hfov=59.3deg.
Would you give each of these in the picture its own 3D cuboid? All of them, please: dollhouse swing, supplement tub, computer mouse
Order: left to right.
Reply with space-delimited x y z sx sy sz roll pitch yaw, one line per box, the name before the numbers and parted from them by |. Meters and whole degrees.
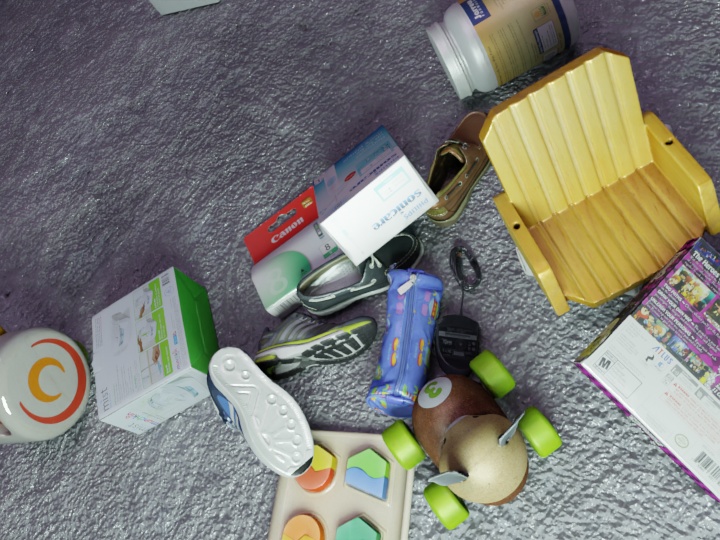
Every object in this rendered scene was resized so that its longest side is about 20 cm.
computer mouse | 0.132 0.055 0.850 0.058 0.034 0.201 10 57 2
supplement tub | 0.216 -0.368 0.975 0.199 0.144 0.145 -27 53 11
dollhouse swing | 0.251 -0.094 0.674 0.199 0.176 0.182 -28 55 10

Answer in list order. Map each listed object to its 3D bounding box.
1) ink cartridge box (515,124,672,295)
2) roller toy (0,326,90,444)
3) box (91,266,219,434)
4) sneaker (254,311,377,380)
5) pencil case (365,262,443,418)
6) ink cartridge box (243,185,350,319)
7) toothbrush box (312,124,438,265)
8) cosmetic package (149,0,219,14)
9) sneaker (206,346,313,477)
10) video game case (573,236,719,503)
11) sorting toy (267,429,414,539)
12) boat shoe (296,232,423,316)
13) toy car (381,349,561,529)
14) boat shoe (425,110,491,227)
ink cartridge box | 0.300 -0.084 0.805 0.147 0.086 0.201 10 70 32
roller toy | -0.562 0.190 1.043 0.139 0.200 0.183 -11 64 24
box | -0.329 0.127 1.013 0.176 0.097 0.201 -31 53 10
sneaker | -0.070 0.093 0.912 0.199 0.074 0.081 -16 53 17
pencil case | 0.060 0.090 0.833 0.078 0.087 0.201 6 66 13
ink cartridge box | -0.111 -0.042 1.026 0.161 0.050 0.200 -36 54 5
toothbrush box | 0.014 -0.115 0.918 0.146 0.085 0.200 -37 24 11
cosmetic package | -0.422 -0.760 1.554 0.198 0.123 0.201 3 66 29
sneaker | -0.139 0.202 0.869 0.080 0.147 0.200 -35 75 -23
video game case | 0.351 0.100 0.640 0.200 0.036 0.181 44 88 5
sorting toy | -0.030 0.295 0.795 0.199 0.036 0.186 -5 61 26
boat shoe | 0.000 0.000 0.922 0.199 0.060 0.076 -33 59 -1
toy car | 0.115 0.179 0.663 0.164 0.200 0.158 -38 74 0
boat shoe | 0.149 -0.165 0.942 0.072 0.068 0.201 10 68 32
